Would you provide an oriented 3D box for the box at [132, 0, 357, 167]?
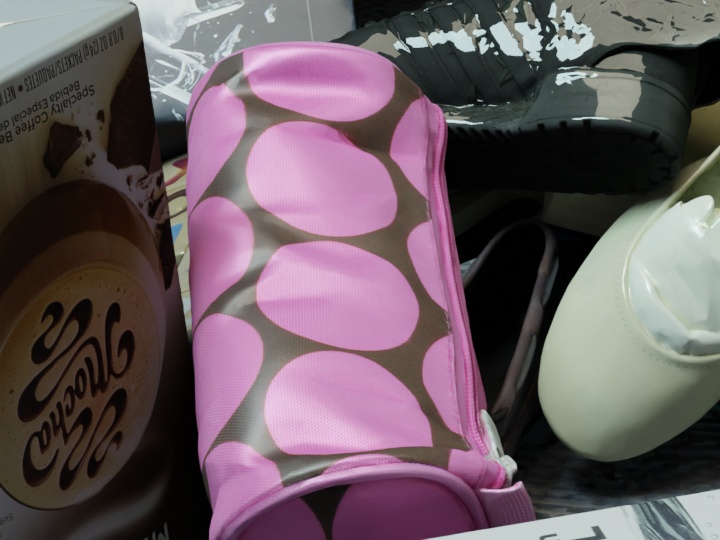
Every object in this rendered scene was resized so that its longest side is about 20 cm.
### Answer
[{"bbox_3d":[-0.098,-0.123,1.123,0.181,0.104,0.201,-6,66,-6],"label":"box"}]

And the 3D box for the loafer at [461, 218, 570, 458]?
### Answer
[{"bbox_3d":[0.023,0.047,0.921,0.071,0.063,0.200,8,29,23],"label":"loafer"}]

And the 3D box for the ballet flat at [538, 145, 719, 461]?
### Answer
[{"bbox_3d":[0.133,-0.020,0.931,0.069,0.070,0.200,23,62,42],"label":"ballet flat"}]

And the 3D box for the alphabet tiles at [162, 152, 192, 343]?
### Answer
[{"bbox_3d":[-0.117,0.008,0.999,0.199,0.008,0.167,-18,23,19],"label":"alphabet tiles"}]

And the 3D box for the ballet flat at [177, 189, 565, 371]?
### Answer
[{"bbox_3d":[0.000,0.000,1.001,0.199,0.068,0.068,-32,61,-14],"label":"ballet flat"}]

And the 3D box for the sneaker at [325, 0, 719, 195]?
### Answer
[{"bbox_3d":[0.059,-0.082,0.965,0.199,0.060,0.105,6,60,21],"label":"sneaker"}]

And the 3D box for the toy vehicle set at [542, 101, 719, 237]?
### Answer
[{"bbox_3d":[0.170,-0.047,1.018,0.199,0.027,0.125,14,49,-4],"label":"toy vehicle set"}]

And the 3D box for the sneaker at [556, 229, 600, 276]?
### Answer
[{"bbox_3d":[0.109,-0.056,1.107,0.111,0.073,0.200,-6,27,-6],"label":"sneaker"}]

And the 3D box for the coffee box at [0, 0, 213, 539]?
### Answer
[{"bbox_3d":[-0.114,0.028,0.823,0.079,0.201,0.113,11,30,34],"label":"coffee box"}]

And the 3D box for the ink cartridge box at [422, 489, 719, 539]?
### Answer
[{"bbox_3d":[0.113,0.127,0.726,0.199,0.085,0.145,-9,26,-11],"label":"ink cartridge box"}]

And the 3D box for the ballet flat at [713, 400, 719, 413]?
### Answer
[{"bbox_3d":[0.196,0.039,0.913,0.199,0.066,0.070,20,37,40],"label":"ballet flat"}]

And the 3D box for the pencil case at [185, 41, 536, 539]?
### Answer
[{"bbox_3d":[-0.005,0.014,0.851,0.093,0.091,0.201,-20,47,12],"label":"pencil case"}]

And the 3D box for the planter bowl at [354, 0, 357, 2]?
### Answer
[{"bbox_3d":[-0.038,-0.178,1.358,0.199,0.084,0.201,-2,26,1],"label":"planter bowl"}]
